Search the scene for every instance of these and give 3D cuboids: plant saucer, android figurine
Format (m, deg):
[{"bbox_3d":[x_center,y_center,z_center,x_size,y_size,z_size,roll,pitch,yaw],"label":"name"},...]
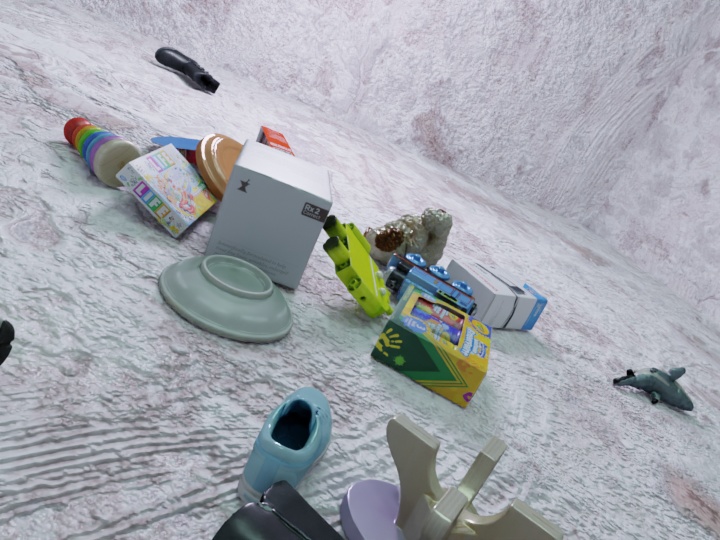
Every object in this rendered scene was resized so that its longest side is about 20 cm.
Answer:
[{"bbox_3d":[-0.237,-0.187,1.257,0.200,0.032,0.201,41,29,-29],"label":"plant saucer"},{"bbox_3d":[-0.181,0.025,0.905,0.199,0.050,0.200,24,19,-9],"label":"plant saucer"},{"bbox_3d":[0.000,0.000,1.086,0.200,0.041,0.183,52,18,-34],"label":"android figurine"}]

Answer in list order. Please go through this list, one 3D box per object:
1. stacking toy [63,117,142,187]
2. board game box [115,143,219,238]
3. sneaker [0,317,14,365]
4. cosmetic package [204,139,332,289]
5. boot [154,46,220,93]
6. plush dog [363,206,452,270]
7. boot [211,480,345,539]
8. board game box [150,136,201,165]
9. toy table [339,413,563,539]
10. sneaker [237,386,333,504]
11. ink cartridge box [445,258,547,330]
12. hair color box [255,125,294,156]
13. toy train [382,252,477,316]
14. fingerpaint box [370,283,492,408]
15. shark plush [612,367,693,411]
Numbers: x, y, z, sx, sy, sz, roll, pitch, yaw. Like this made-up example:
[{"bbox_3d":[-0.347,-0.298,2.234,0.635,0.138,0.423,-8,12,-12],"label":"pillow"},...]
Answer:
[{"bbox_3d":[-0.470,-0.224,1.136,0.085,0.086,0.200,3,26,-49],"label":"stacking toy"},{"bbox_3d":[-0.323,-0.143,1.098,0.135,0.034,0.200,48,16,-13],"label":"board game box"},{"bbox_3d":[-0.398,0.061,0.515,0.090,0.079,0.200,26,12,24],"label":"sneaker"},{"bbox_3d":[-0.152,-0.101,1.086,0.164,0.166,0.200,20,20,-11],"label":"cosmetic package"},{"bbox_3d":[-0.586,-0.676,2.151,0.164,0.066,0.200,6,32,-43],"label":"boot"},{"bbox_3d":[0.088,-0.054,1.376,0.171,0.162,0.200,4,-2,-18],"label":"plush dog"},{"bbox_3d":[-0.037,0.257,0.469,0.200,0.066,0.165,38,13,21],"label":"boot"},{"bbox_3d":[-0.354,-0.256,1.386,0.199,0.039,0.158,4,18,-17],"label":"board game box"},{"bbox_3d":[0.086,0.237,0.605,0.199,0.118,0.184,29,19,10],"label":"toy table"},{"bbox_3d":[-0.060,0.161,0.662,0.074,0.082,0.200,27,19,-1],"label":"sneaker"},{"bbox_3d":[0.285,0.053,1.378,0.199,0.085,0.145,7,27,-43],"label":"ink cartridge box"},{"bbox_3d":[-0.212,-0.251,1.481,0.064,0.111,0.200,16,21,-25],"label":"hair color box"},{"bbox_3d":[0.129,0.039,1.221,0.199,0.087,0.114,31,26,13],"label":"toy train"},{"bbox_3d":[0.123,0.113,1.034,0.166,0.074,0.200,29,19,6],"label":"fingerpaint box"},{"bbox_3d":[0.633,0.248,1.366,0.199,0.091,0.084,21,50,-30],"label":"shark plush"}]
